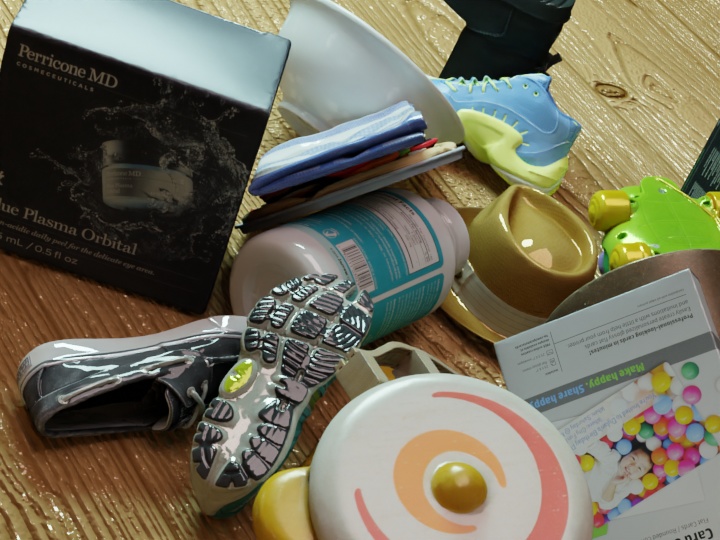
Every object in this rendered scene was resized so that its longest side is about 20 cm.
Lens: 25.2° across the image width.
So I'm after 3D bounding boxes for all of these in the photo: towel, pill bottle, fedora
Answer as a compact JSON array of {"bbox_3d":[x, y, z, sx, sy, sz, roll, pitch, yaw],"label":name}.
[{"bbox_3d":[-0.018,-0.098,1.267,0.146,0.024,0.200,-19,8,3],"label":"towel"},{"bbox_3d":[0.000,0.000,1.269,0.111,0.111,0.199,41,39,24],"label":"pill bottle"},{"bbox_3d":[0.144,-0.010,1.383,0.199,0.082,0.201,15,36,-11],"label":"fedora"}]

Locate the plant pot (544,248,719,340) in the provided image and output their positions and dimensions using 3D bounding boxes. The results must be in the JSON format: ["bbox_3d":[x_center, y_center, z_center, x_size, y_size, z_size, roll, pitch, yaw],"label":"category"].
[{"bbox_3d":[0.249,0.119,1.217,0.186,0.187,0.201,4,54,-25],"label":"plant pot"}]

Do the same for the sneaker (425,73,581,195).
[{"bbox_3d":[0.123,-0.159,1.536,0.199,0.105,0.076,35,6,5],"label":"sneaker"}]

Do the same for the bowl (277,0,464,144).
[{"bbox_3d":[-0.010,-0.150,1.438,0.201,0.091,0.201,39,-7,6],"label":"bowl"}]

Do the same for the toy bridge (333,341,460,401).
[{"bbox_3d":[0.048,0.084,1.142,0.199,0.027,0.067,22,26,-50],"label":"toy bridge"}]

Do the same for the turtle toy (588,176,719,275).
[{"bbox_3d":[0.271,-0.018,1.445,0.145,0.102,0.201,1,38,-11],"label":"turtle toy"}]

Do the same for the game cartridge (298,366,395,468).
[{"bbox_3d":[0.057,0.154,1.174,0.176,0.033,0.200,30,39,10],"label":"game cartridge"}]

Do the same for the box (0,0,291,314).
[{"bbox_3d":[-0.177,-0.100,1.223,0.195,0.201,0.118,18,36,-6],"label":"box"}]

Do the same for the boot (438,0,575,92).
[{"bbox_3d":[0.107,-0.231,1.580,0.197,0.163,0.073,30,37,12],"label":"boot"}]

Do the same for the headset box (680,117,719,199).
[{"bbox_3d":[0.389,-0.034,1.470,0.092,0.175,0.200,-5,43,-33],"label":"headset box"}]

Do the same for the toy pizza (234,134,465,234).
[{"bbox_3d":[-0.011,-0.075,1.311,0.200,0.199,0.032,-23,95,-45],"label":"toy pizza"}]

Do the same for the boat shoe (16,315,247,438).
[{"bbox_3d":[-0.135,0.081,1.123,0.199,0.072,0.068,-3,41,-28],"label":"boat shoe"}]

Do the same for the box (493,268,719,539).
[{"bbox_3d":[0.195,0.120,1.135,0.041,0.155,0.201,27,44,-64],"label":"box"}]

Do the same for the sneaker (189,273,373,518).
[{"bbox_3d":[-0.060,0.083,1.113,0.077,0.080,0.200,29,59,11],"label":"sneaker"}]

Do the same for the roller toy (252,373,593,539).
[{"bbox_3d":[0.047,0.164,1.025,0.199,0.140,0.183,34,54,13],"label":"roller toy"}]
